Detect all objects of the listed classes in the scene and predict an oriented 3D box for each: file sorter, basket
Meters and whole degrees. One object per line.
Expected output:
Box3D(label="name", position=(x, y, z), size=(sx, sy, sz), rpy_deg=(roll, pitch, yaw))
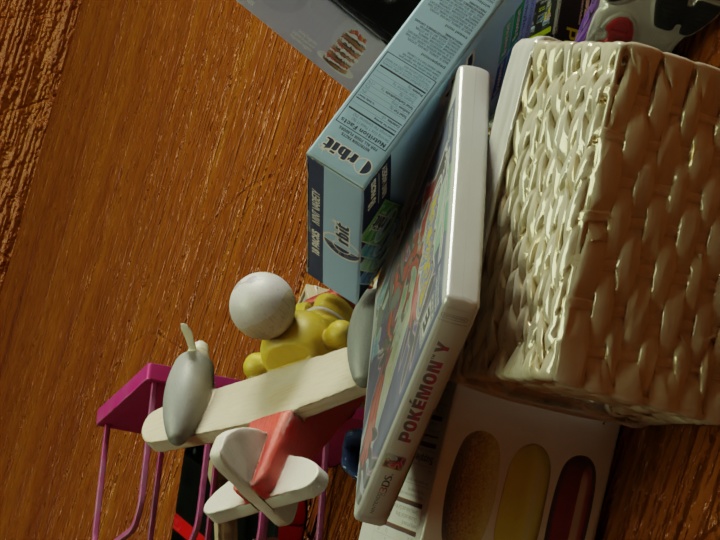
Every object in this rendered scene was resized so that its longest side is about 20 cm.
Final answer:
Box3D(label="file sorter", position=(-0.092, 0.165, 1.611), size=(0.139, 0.198, 0.127), rpy_deg=(142, 136, -61))
Box3D(label="basket", position=(0.143, -0.020, 1.160), size=(0.123, 0.134, 0.202), rpy_deg=(180, 103, -69))

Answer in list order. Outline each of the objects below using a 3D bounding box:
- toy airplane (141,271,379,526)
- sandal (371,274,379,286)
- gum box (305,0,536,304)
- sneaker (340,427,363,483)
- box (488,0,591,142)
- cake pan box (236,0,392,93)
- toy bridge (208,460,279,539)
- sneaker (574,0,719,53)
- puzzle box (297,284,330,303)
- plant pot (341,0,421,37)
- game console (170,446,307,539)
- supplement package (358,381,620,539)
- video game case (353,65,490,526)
Box3D(label="toy airplane", position=(-0.050, 0.072, 1.410), size=(0.142, 0.199, 0.199), rpy_deg=(62, 172, -14))
Box3D(label="sandal", position=(0.000, 0.005, 1.659), size=(0.212, 0.069, 0.078), rpy_deg=(135, 145, -56))
Box3D(label="gum box", position=(0.038, -0.098, 1.314), size=(0.201, 0.044, 0.170), rpy_deg=(-53, -12, -20))
Box3D(label="sneaker", position=(0.037, 0.152, 1.428), size=(0.200, 0.078, 0.076), rpy_deg=(-154, 79, -71))
Box3D(label="box", position=(0.107, -0.119, 1.480), size=(0.200, 0.044, 0.162), rpy_deg=(158, 125, -67))
Box3D(label="cake pan box", position=(-0.056, -0.232, 1.537), size=(0.052, 0.199, 0.185), rpy_deg=(-48, 14, 20))
Box3D(label="toy bridge", position=(-0.089, 0.237, 1.709), size=(0.067, 0.027, 0.201), rpy_deg=(-51, 49, 41))
Box3D(label="sneaker", position=(0.170, -0.175, 1.290), size=(0.084, 0.080, 0.201), rpy_deg=(-86, 20, -45))
Box3D(label="puzzle box", position=(-0.064, 0.128, 1.823), size=(0.133, 0.025, 0.201), rpy_deg=(-103, 33, -56))
Box3D(label="plant pot", position=(0.039, -0.268, 1.463), size=(0.200, 0.199, 0.178), rpy_deg=(-40, 34, 29))
Box3D(label="game console", position=(-0.108, 0.236, 1.801), size=(0.200, 0.031, 0.179), rpy_deg=(26, 110, 59))
Box3D(label="supplement package", position=(0.080, 0.112, 1.279), size=(0.109, 0.113, 0.202), rpy_deg=(-177, 100, -72))
Box3D(label="video game case", position=(0.035, 0.013, 1.218), size=(0.201, 0.023, 0.183), rpy_deg=(-85, 11, -47))
